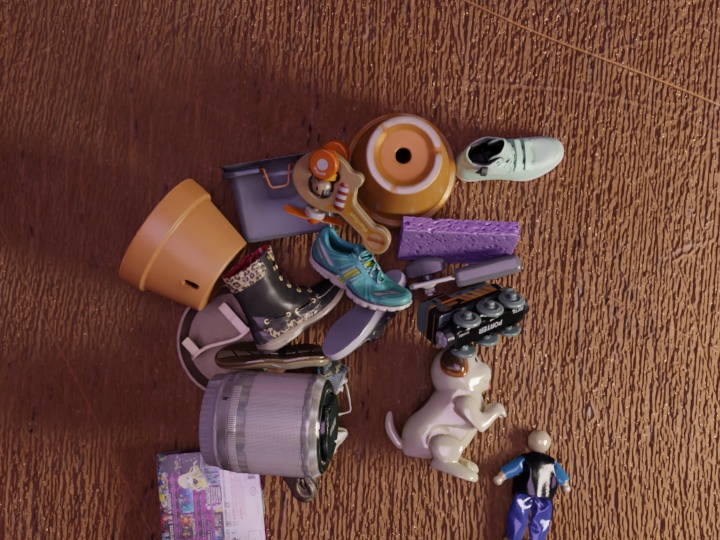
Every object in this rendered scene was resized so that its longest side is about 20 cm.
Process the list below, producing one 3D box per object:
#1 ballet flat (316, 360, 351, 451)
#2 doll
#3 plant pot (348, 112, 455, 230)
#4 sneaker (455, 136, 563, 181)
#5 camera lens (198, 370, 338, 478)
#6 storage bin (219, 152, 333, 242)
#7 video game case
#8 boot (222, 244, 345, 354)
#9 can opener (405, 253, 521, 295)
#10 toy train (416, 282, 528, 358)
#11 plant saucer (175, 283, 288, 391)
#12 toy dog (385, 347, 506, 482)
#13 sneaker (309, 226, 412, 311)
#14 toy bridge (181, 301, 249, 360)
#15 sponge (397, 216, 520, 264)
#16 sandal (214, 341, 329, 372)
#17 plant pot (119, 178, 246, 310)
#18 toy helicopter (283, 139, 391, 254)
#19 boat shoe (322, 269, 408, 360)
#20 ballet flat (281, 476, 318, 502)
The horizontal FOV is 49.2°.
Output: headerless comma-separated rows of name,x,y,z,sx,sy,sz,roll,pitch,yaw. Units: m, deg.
ballet flat,-0.050,0.256,1.355,0.073,0.074,0.203,5,89,0
doll,0.294,0.377,1.361,0.134,0.048,0.203,12,87,-1
plant pot,0.069,-0.177,1.318,0.197,0.183,0.203,0,87,-1
sneaker,0.266,-0.196,1.355,0.197,0.118,0.075,-10,86,-2
camera lens,-0.139,0.243,1.250,0.197,0.160,0.163,2,87,8
storage bin,-0.129,-0.126,1.345,0.197,0.146,0.136,-10,97,-1
video game case,-0.255,0.408,1.359,0.178,0.036,0.203,-6,87,-2
boot,-0.126,0.025,1.320,0.199,0.073,0.152,-38,110,-23
can opener,0.174,-0.001,1.344,0.197,0.053,0.068,-10,87,9
toy train,0.189,0.074,1.320,0.198,0.114,0.086,-19,126,-32
plant saucer,-0.223,0.122,1.378,0.197,0.029,0.203,0,87,-1
toy dog,0.154,0.230,1.338,0.192,0.139,0.203,17,86,19
sneaker,0.000,0.000,1.295,0.199,0.077,0.080,32,123,16
toy bridge,-0.217,0.083,1.353,0.200,0.027,0.067,-44,89,-3
sponge,0.165,-0.049,1.350,0.197,0.112,0.030,3,63,-1
sandal,-0.149,0.159,1.334,0.197,0.080,0.055,1,109,-5
plant pot,-0.282,-0.030,1.301,0.139,0.200,0.201,34,87,0
toy helicopter,-0.033,-0.100,1.260,0.132,0.079,0.200,-41,96,24
boat shoe,0.016,0.088,1.349,0.200,0.069,0.067,-50,130,-23
ballet flat,-0.138,0.304,1.330,0.067,0.047,0.200,-27,62,-30
